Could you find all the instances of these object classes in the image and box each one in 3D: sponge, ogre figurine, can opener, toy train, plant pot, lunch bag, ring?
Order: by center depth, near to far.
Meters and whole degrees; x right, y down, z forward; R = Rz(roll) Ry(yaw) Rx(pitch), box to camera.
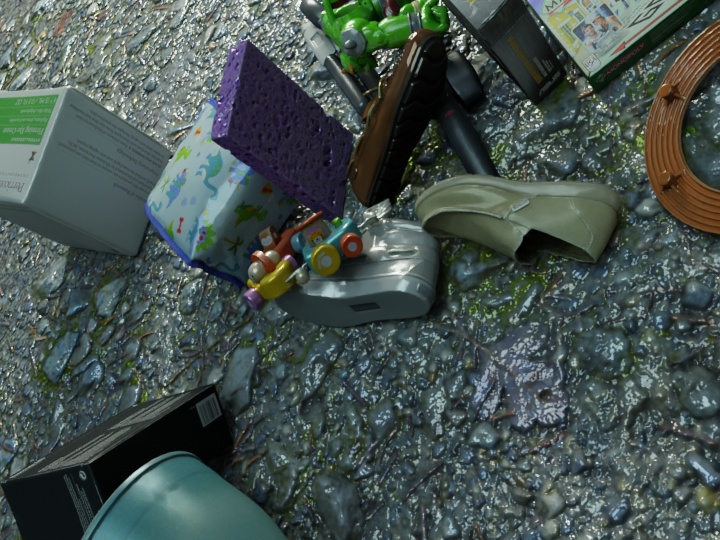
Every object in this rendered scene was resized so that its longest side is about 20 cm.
[{"bbox_3d":[0.318,-0.130,0.604,0.199,0.019,0.206,-27,56,48],"label":"ring"},{"bbox_3d":[-0.138,0.303,0.685,0.184,0.200,0.205,20,81,25],"label":"plant pot"},{"bbox_3d":[0.103,-0.157,0.785,0.078,0.063,0.204,-33,54,22],"label":"can opener"},{"bbox_3d":[-0.065,-0.034,0.800,0.197,0.056,0.151,-23,23,38],"label":"toy train"},{"bbox_3d":[-0.080,-0.150,0.827,0.029,0.199,0.115,-5,66,35],"label":"sponge"},{"bbox_3d":[0.019,-0.288,0.849,0.117,0.099,0.203,-17,50,-7],"label":"ogre figurine"},{"bbox_3d":[-0.179,-0.105,0.926,0.199,0.127,0.172,39,94,36],"label":"lunch bag"},{"bbox_3d":[-0.029,-0.272,0.929,0.053,0.066,0.202,-40,52,14],"label":"can opener"}]

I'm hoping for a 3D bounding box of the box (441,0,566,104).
[{"bbox_3d":[0.115,-0.279,0.756,0.048,0.157,0.202,-41,59,17],"label":"box"}]

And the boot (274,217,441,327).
[{"bbox_3d":[0.000,0.000,0.799,0.195,0.074,0.098,-4,55,32],"label":"boot"}]

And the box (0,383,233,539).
[{"bbox_3d":[-0.252,0.204,0.795,0.138,0.199,0.081,-15,97,28],"label":"box"}]

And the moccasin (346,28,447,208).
[{"bbox_3d":[0.033,-0.163,0.785,0.078,0.072,0.204,49,143,26],"label":"moccasin"}]

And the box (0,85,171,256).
[{"bbox_3d":[-0.426,-0.140,1.076,0.195,0.199,0.176,8,76,36],"label":"box"}]

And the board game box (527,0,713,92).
[{"bbox_3d":[0.281,-0.291,0.737,0.198,0.029,0.137,-38,54,17],"label":"board game box"}]

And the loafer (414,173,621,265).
[{"bbox_3d":[0.140,-0.044,0.691,0.195,0.076,0.070,1,69,27],"label":"loafer"}]
